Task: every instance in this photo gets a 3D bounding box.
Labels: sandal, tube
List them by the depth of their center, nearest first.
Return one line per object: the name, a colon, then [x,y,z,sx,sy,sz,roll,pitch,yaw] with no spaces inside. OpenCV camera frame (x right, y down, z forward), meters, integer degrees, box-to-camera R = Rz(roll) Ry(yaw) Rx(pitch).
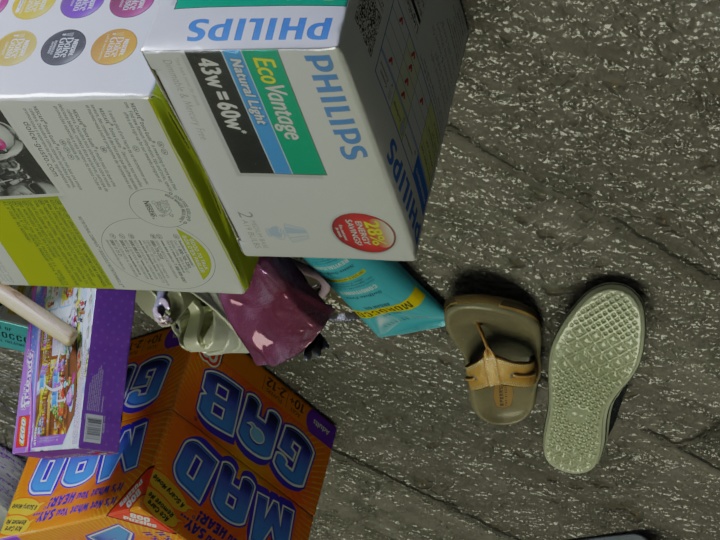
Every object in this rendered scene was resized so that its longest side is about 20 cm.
tube: [0.000,0.000,1.408,0.077,0.051,0.200,-7,146,32]
sandal: [0.117,0.085,1.461,0.080,0.054,0.201,-2,144,9]

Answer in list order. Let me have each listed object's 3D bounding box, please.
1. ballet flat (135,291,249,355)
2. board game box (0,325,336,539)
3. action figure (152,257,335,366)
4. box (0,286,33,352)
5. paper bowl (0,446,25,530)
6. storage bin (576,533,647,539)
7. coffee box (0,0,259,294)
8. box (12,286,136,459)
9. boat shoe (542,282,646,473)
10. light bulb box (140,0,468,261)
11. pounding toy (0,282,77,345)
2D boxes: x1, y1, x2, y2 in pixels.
ballet flat: [-0.152,0.031,1.489,0.069,0.070,0.200,-13,137,35]
board game box: [-0.177,0.199,1.619,0.199,0.201,0.200,-17,134,39]
action figure: [-0.096,-0.019,1.390,0.134,0.149,0.200,-29,108,32]
box: [-0.312,0.022,1.524,0.199,0.083,0.049,14,148,2]
paper bowl: [-0.461,0.263,1.910,0.199,0.105,0.201,11,147,7]
storage bin: [0.249,0.367,1.759,0.199,0.146,0.134,-17,145,38]
coffee box: [-0.165,-0.122,1.154,0.196,0.201,0.201,2,143,19]
box: [-0.231,0.051,1.406,0.039,0.202,0.137,12,167,-32]
boat shoe: [0.193,0.082,1.432,0.074,0.062,0.201,15,131,9]
light bulb box: [-0.024,-0.143,1.069,0.124,0.201,0.199,1,143,19]
pounding toy: [-0.329,-0.044,1.374,0.183,0.143,0.200,-9,136,32]
